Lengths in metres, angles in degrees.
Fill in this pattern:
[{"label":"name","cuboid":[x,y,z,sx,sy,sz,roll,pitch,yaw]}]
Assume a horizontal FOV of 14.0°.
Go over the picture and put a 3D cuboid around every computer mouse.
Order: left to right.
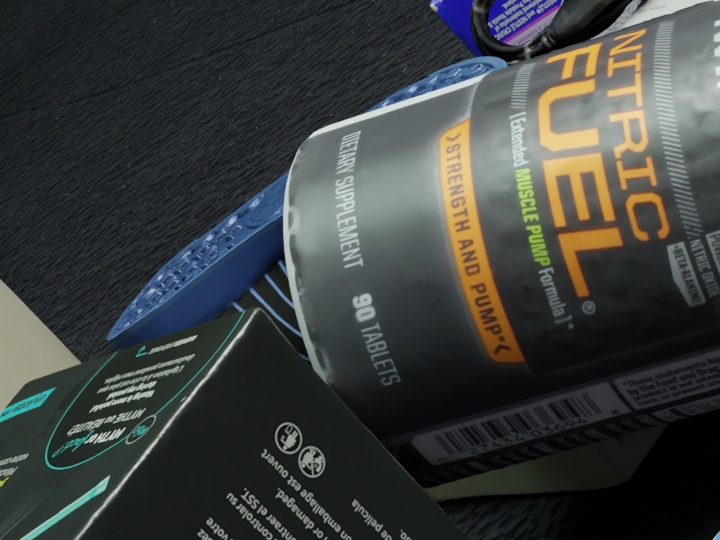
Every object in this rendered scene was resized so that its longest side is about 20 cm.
[{"label":"computer mouse","cuboid":[0.037,-0.046,1.047,0.200,0.059,0.034,-53,14,34]}]

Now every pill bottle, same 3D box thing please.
[{"label":"pill bottle","cuboid":[0.088,-0.016,0.781,0.199,0.106,0.106,-17,24,21]}]

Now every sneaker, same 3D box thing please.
[{"label":"sneaker","cuboid":[0.000,0.000,1.028,0.200,0.078,0.070,-33,17,38]}]

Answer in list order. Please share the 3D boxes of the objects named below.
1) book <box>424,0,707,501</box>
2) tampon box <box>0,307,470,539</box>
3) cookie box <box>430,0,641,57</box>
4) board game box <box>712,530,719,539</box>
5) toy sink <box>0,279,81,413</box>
[{"label":"book","cuboid":[0.090,-0.014,0.926,0.200,0.048,0.133,-51,20,-25]},{"label":"tampon box","cuboid":[-0.077,0.133,0.780,0.200,0.126,0.150,-51,18,-28]},{"label":"cookie box","cuboid":[0.131,-0.167,1.173,0.171,0.075,0.200,-33,18,29]},{"label":"board game box","cuboid":[0.056,0.124,0.598,0.200,0.019,0.103,-53,19,9]},{"label":"toy sink","cuboid":[-0.181,0.079,1.163,0.112,0.130,0.200,-39,17,10]}]
